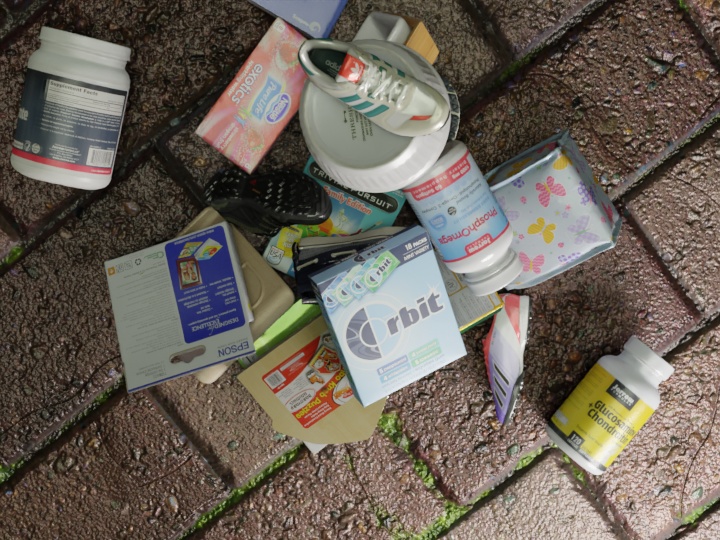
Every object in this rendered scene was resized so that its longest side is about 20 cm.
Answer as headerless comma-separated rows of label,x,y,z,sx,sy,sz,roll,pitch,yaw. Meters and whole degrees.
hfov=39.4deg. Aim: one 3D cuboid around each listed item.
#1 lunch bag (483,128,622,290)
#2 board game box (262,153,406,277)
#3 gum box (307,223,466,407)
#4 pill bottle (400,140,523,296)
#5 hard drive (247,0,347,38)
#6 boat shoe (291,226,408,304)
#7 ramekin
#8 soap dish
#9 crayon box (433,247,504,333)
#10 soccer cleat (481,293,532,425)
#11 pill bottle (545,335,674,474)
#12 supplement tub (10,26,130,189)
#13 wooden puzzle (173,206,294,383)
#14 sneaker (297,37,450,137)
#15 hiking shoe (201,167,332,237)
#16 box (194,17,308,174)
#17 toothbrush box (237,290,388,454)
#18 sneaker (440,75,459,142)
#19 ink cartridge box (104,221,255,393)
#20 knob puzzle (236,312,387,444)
lunch bag,0.253,-0.083,1.471,0.199,0.127,0.170,-30,101,28
board game box,-0.038,-0.071,1.466,0.150,0.047,0.201,25,114,-7
gum box,0.040,0.062,1.381,0.169,0.045,0.201,-25,114,-12
pill bottle,0.143,-0.070,1.394,0.108,0.109,0.201,-32,104,2
hard drive,-0.061,-0.445,1.437,0.131,0.025,0.201,29,92,-8
boat shoe,0.000,0.000,1.409,0.198,0.075,0.093,-7,55,11
ramekin,0.013,-0.203,1.293,0.200,0.094,0.205,0,91,11
soap dish,0.019,-0.262,1.418,0.081,0.157,0.201,29,96,-24
crayon box,0.095,0.050,1.489,0.199,0.052,0.126,-29,78,-6
soccer cleat,0.217,0.135,1.539,0.072,0.068,0.202,7,98,10
pill bottle,0.382,0.202,1.531,0.112,0.112,0.201,37,95,-8
supplement tub,-0.399,-0.224,1.398,0.139,0.140,0.202,13,98,-6
wooden puzzle,-0.217,0.036,1.475,0.185,0.046,0.200,-44,71,0
sneaker,0.010,-0.219,1.197,0.199,0.093,0.071,29,96,11
hiking shoe,-0.118,-0.089,1.402,0.198,0.101,0.076,11,66,27
box,-0.136,-0.247,1.434,0.102,0.095,0.201,37,95,-9
toothbrush box,-0.075,0.145,1.507,0.145,0.086,0.201,-36,101,3
sneaker,0.103,-0.184,1.464,0.077,0.086,0.202,1,108,3
ink cartridge box,-0.255,0.054,1.434,0.196,0.047,0.202,-17,75,7
knob puzzle,-0.048,0.167,1.450,0.217,0.031,0.222,-2,112,-4
